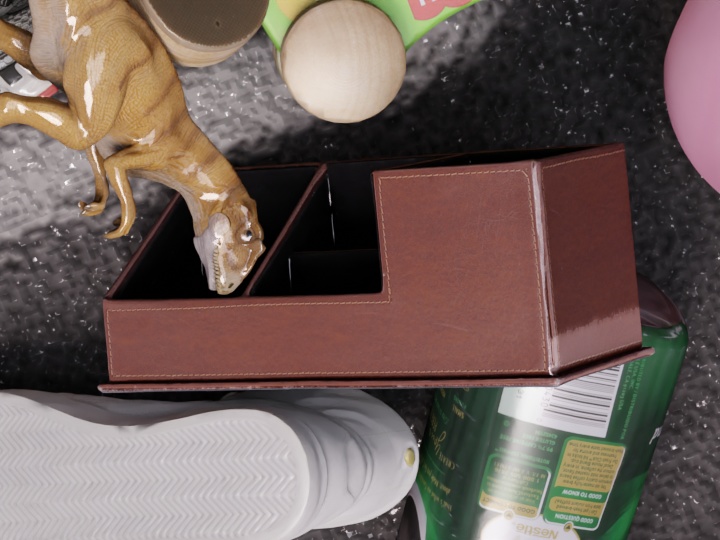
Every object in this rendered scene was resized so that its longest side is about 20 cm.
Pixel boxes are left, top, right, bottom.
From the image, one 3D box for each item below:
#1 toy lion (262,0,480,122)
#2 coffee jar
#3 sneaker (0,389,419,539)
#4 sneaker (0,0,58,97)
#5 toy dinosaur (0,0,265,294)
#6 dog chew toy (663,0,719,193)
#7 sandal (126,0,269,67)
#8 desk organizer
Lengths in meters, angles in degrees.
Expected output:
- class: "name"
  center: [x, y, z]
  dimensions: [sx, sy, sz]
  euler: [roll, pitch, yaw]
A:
- class: "toy lion"
  center: [0.035, -0.176, 1.094]
  dimensions: [0.199, 0.069, 0.192]
  euler: [-22, 100, 0]
- class: "coffee jar"
  center: [0.061, 0.096, 1.149]
  dimensions: [0.085, 0.104, 0.201]
  euler: [12, 105, -10]
- class: "sneaker"
  center: [-0.076, 0.079, 1.141]
  dimensions: [0.199, 0.115, 0.074]
  euler: [1, 92, 30]
- class: "sneaker"
  center: [-0.173, -0.084, 1.081]
  dimensions: [0.199, 0.078, 0.082]
  euler: [-22, 106, -1]
- class: "toy dinosaur"
  center: [-0.097, -0.077, 1.012]
  dimensions: [0.106, 0.060, 0.200]
  euler: [-21, 123, 9]
- class: "dog chew toy"
  center: [0.212, -0.052, 1.075]
  dimensions: [0.200, 0.124, 0.125]
  euler: [31, 102, 16]
- class: "sandal"
  center: [-0.087, -0.169, 1.070]
  dimensions: [0.077, 0.070, 0.213]
  euler: [-6, 77, -27]
- class: "desk organizer"
  center: [0.000, 0.000, 1.071]
  dimensions: [0.199, 0.072, 0.077]
  euler: [-2, 96, 34]
